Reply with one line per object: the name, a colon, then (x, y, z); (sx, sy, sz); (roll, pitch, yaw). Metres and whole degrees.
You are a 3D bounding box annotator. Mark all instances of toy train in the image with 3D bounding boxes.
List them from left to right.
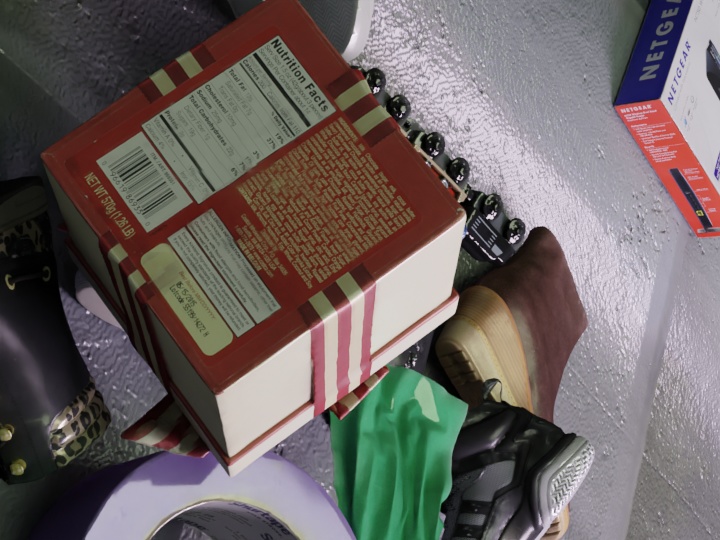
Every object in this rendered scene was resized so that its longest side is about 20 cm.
toy train: (0.042, -0.068, 1.286); (0.200, 0.034, 0.046); (44, 72, -32)

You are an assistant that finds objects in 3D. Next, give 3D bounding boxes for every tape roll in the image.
tape roll: (-0.095, 0.201, 1.081); (0.199, 0.085, 0.202); (11, 71, -33)

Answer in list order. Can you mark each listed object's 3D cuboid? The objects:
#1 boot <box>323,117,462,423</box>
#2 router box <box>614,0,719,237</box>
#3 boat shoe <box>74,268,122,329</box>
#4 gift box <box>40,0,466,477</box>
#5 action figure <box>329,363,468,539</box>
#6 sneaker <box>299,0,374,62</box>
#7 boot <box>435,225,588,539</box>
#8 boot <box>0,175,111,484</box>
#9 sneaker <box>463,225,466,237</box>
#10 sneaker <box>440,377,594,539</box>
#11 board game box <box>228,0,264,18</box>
boot: (0.001, 0.001, 1.308); (0.165, 0.065, 0.201); (40, 62, -33)
router box: (0.316, -0.164, 1.746); (0.180, 0.049, 0.201); (50, 48, -36)
boat shoe: (-0.093, 0.022, 1.177); (0.199, 0.072, 0.069); (29, 65, -36)
gift box: (-0.070, -0.011, 1.021); (0.185, 0.199, 0.187); (57, -10, 16)
action figure: (0.011, 0.154, 1.197); (0.117, 0.055, 0.202); (25, 53, -26)
sneaker: (0.007, -0.237, 1.335); (0.115, 0.073, 0.202); (6, 78, -49)
boot: (0.141, 0.086, 1.461); (0.166, 0.072, 0.201); (-42, 114, -44)
boot: (-0.216, 0.053, 1.000); (0.203, 0.073, 0.155); (-38, 116, -49)
sneaker: (-0.004, 0.000, 1.177); (0.076, 0.088, 0.200); (59, 37, -12)
sneaker: (0.069, 0.174, 1.355); (0.200, 0.114, 0.076); (-50, 171, -7)
board game box: (-0.081, -0.215, 1.142); (0.026, 0.200, 0.201); (-26, 112, -5)
